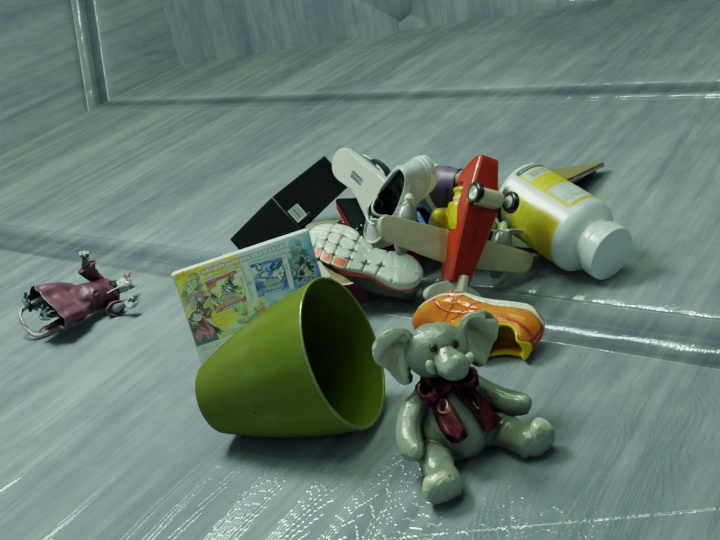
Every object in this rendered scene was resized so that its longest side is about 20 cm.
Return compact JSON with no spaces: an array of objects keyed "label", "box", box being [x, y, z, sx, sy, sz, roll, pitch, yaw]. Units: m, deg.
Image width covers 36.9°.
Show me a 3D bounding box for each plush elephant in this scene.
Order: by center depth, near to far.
[{"label":"plush elephant","box":[0.101,0.127,1.195,0.163,0.157,0.200,-20,22,-12]}]

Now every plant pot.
[{"label":"plant pot","box":[-0.100,0.131,1.334,0.198,0.189,0.187,-22,17,26]}]

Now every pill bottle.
[{"label":"pill bottle","box":[0.297,-0.069,1.574,0.111,0.113,0.200,-24,41,-24]}]

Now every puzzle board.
[{"label":"puzzle board","box":[0.321,-0.156,1.887,0.149,0.018,0.199,-5,11,36]}]

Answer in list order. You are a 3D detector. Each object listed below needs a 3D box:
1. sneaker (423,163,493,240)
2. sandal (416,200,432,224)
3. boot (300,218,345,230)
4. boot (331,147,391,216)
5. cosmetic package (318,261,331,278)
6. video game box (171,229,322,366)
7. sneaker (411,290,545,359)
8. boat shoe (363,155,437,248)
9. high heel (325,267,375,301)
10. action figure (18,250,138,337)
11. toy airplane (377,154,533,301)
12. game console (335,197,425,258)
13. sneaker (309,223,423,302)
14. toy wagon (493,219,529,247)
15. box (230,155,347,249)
[{"label":"sneaker","box":[0.170,-0.081,1.637,0.087,0.200,0.076,8,62,40]},{"label":"sandal","box":[0.123,-0.082,1.704,0.198,0.089,0.079,-3,-11,-43]},{"label":"boot","box":[-0.002,-0.045,1.802,0.197,0.074,0.151,-10,25,-4]},{"label":"boot","box":[0.036,-0.135,1.777,0.089,0.073,0.201,9,33,-40]},{"label":"cosmetic package","box":[-0.131,0.071,1.564,0.197,0.105,0.087,-17,20,-8]},{"label":"video game box","box":[-0.140,0.060,1.485,0.197,0.185,0.047,-18,9,-9]},{"label":"sneaker","box":[0.144,0.075,1.418,0.198,0.074,0.077,0,36,41]},{"label":"boat shoe","box":[0.043,-0.094,1.590,0.068,0.073,0.200,-15,-17,-34]},{"label":"high heel","box":[-0.041,-0.002,1.687,0.197,0.097,0.068,-10,21,13]},{"label":"action figure","box":[-0.476,0.056,1.886,0.198,0.135,0.149,-18,-25,-42]},{"label":"toy airplane","box":[0.138,-0.041,1.536,0.198,0.202,0.141,-33,27,-10]},{"label":"game console","box":[0.072,-0.078,1.770,0.197,0.031,0.178,-3,36,-18]},{"label":"sneaker","box":[0.000,0.000,1.628,0.198,0.082,0.077,25,57,19]},{"label":"toy wagon","box":[0.288,-0.072,1.718,0.153,0.040,0.200,-16,21,0]},{"label":"box","box":[-0.125,-0.106,1.948,0.141,0.079,0.200,-43,1,38]}]
